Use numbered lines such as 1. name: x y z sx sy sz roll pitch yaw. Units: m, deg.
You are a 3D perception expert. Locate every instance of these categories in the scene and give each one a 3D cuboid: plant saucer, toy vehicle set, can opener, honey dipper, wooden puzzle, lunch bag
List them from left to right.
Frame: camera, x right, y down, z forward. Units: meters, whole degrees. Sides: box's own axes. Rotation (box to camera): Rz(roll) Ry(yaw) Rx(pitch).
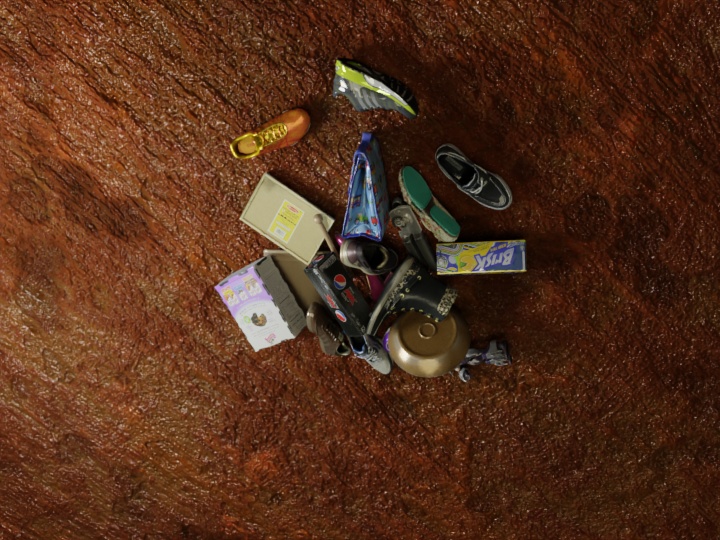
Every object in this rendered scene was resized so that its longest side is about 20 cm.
1. toy vehicle set: -0.171 -0.120 1.269 0.198 0.027 0.126 34 99 -2
2. wooden puzzle: -0.145 0.034 1.365 0.179 0.038 0.205 2 120 11
3. honey dipper: -0.066 -0.051 1.265 0.037 0.039 0.202 -12 132 17
4. lunch bag: 0.017 -0.189 1.150 0.091 0.151 0.205 5 117 9
5. can opener: 0.124 -0.081 1.230 0.052 0.068 0.201 -15 132 23
6. plant saucer: 0.157 0.147 1.259 0.194 0.204 0.036 -2 143 13

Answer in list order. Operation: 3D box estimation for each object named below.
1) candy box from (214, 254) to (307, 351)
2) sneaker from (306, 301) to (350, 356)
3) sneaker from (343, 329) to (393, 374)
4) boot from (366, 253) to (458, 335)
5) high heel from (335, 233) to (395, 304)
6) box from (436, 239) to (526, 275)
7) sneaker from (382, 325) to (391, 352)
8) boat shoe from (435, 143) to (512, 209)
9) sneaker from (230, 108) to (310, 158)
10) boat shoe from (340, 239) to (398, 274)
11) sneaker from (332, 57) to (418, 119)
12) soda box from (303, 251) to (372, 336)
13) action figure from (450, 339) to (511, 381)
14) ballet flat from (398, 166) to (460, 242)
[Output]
1. candy box: -0.247 0.086 1.356 0.165 0.072 0.203 -21 104 37
2. sneaker: -0.074 0.148 1.353 0.074 0.072 0.202 10 148 22
3. sneaker: 0.013 0.197 1.377 0.076 0.086 0.202 -30 107 24
4. boot: 0.115 0.088 1.232 0.151 0.074 0.207 31 97 -1
5. high heel: 0.000 0.000 1.291 0.199 0.068 0.097 39 107 -11
6. box: 0.270 -0.028 1.211 0.194 0.064 0.072 -2 88 13
7. sneaker: 0.139 0.167 1.323 0.196 0.100 0.071 -22 114 19
8. boat shoe: 0.240 -0.192 1.147 0.199 0.068 0.072 39 118 -8
9. sneaker: -0.195 -0.292 1.191 0.196 0.077 0.074 -23 108 20
10. boat shoe: 0.033 -0.027 1.186 0.064 0.198 0.074 9 87 36
11. sneaker: 0.030 -0.362 1.118 0.197 0.074 0.082 30 128 4
12. soda box: -0.046 0.058 1.274 0.070 0.063 0.202 -9 118 56
13. action figure: 0.268 0.214 1.333 0.195 0.071 0.131 -13 136 22
14. ballet flat: 0.141 -0.138 1.200 0.201 0.076 0.064 50 149 -8
